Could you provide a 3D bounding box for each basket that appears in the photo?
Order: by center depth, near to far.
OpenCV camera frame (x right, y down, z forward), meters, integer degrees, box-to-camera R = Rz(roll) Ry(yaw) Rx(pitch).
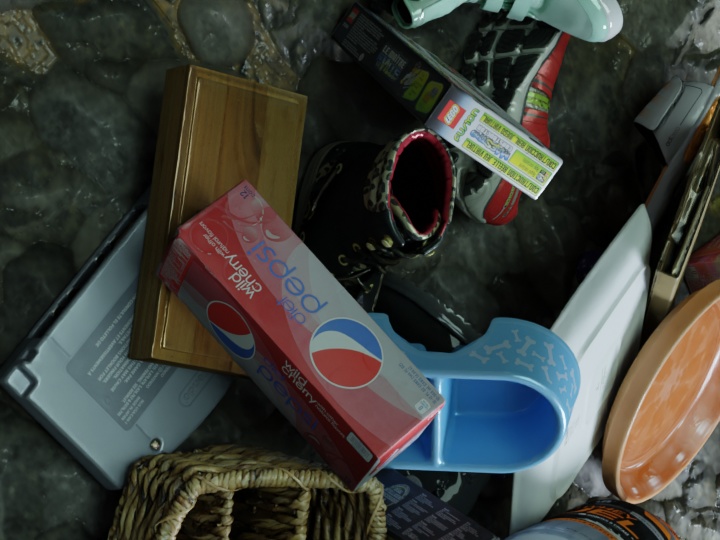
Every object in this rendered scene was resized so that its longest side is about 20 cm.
[{"bbox_3d":[-0.081,0.225,1.320,0.142,0.148,0.202,-1,97,-42],"label":"basket"}]

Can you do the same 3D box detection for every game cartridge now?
[{"bbox_3d":[-0.145,0.045,1.374,0.133,0.040,0.200,47,63,-20],"label":"game cartridge"}]

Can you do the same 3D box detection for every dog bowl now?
[{"bbox_3d":[0.054,0.089,1.377,0.050,0.198,0.112,-85,176,-52],"label":"dog bowl"}]

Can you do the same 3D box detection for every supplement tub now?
[{"bbox_3d":[0.173,0.241,1.502,0.200,0.122,0.124,-4,90,-64],"label":"supplement tub"}]

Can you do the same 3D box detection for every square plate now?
[{"bbox_3d":[0.172,0.082,1.510,0.198,0.028,0.201,-50,153,-40],"label":"square plate"}]

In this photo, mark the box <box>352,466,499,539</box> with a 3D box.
[{"bbox_3d":[0.060,0.231,1.345,0.049,0.200,0.162,-29,107,-15],"label":"box"}]

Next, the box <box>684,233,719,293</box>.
[{"bbox_3d":[0.368,0.057,1.698,0.102,0.094,0.201,-31,105,-31],"label":"box"}]

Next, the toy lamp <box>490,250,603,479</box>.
[{"bbox_3d":[0.149,0.077,1.567,0.058,0.058,0.200,48,63,-23],"label":"toy lamp"}]

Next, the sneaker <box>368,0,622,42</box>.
[{"bbox_3d":[0.091,-0.202,1.491,0.200,0.074,0.118,32,64,10],"label":"sneaker"}]

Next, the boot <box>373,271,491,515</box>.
[{"bbox_3d":[0.022,0.124,1.474,0.164,0.066,0.200,38,81,-1],"label":"boot"}]

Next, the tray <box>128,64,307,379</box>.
[{"bbox_3d":[-0.096,-0.032,1.370,0.098,0.037,0.202,12,80,-34],"label":"tray"}]

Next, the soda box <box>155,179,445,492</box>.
[{"bbox_3d":[-0.040,0.042,1.295,0.070,0.063,0.200,-38,80,-30],"label":"soda box"}]

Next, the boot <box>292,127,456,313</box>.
[{"bbox_3d":[-0.001,-0.001,1.400,0.073,0.154,0.205,14,80,-23],"label":"boot"}]

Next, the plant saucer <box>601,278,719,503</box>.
[{"bbox_3d":[0.254,0.094,1.599,0.200,0.032,0.201,-39,146,-33],"label":"plant saucer"}]

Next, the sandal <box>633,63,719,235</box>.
[{"bbox_3d":[0.246,-0.101,1.635,0.059,0.079,0.208,28,85,8],"label":"sandal"}]

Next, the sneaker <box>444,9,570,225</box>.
[{"bbox_3d":[0.120,-0.127,1.560,0.085,0.077,0.201,43,64,-48],"label":"sneaker"}]

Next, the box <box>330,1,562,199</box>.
[{"bbox_3d":[0.059,-0.125,1.431,0.110,0.200,0.035,31,100,-29],"label":"box"}]

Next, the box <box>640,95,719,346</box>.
[{"bbox_3d":[0.261,-0.038,1.583,0.021,0.200,0.164,19,74,10],"label":"box"}]
